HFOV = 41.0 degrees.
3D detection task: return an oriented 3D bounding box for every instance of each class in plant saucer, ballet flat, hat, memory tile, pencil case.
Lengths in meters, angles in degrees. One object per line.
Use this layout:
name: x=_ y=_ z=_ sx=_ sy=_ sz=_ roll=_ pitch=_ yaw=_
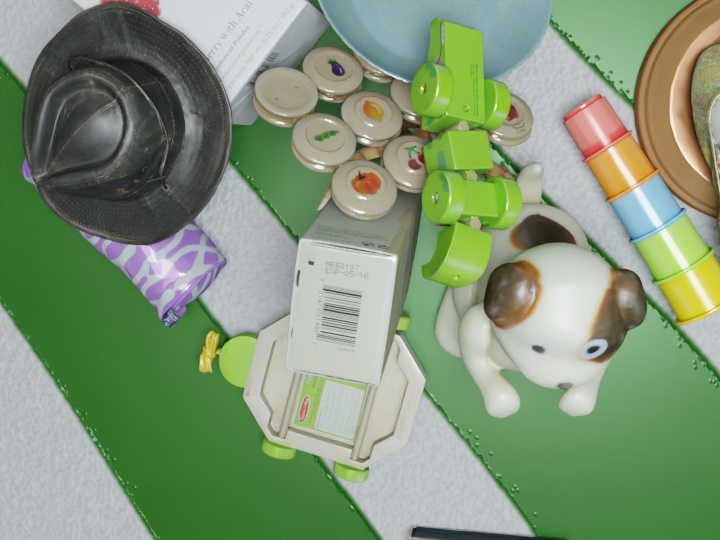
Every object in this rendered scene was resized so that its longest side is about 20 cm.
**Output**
plant saucer: x=0.328 y=-0.137 z=0.787 sx=0.199 sy=0.037 sz=0.201 roll=1 pitch=97 yaw=7
ballet flat: x=0.304 y=-0.079 z=0.746 sx=0.070 sy=0.071 sz=0.201 roll=-10 pitch=96 yaw=8
plant saucer: x=0.056 y=-0.231 z=0.783 sx=0.200 sy=0.039 sz=0.202 roll=3 pitch=72 yaw=-10
hat: x=-0.200 y=-0.100 z=0.735 sx=0.200 sy=0.081 sz=0.201 roll=7 pitch=111 yaw=19
memory tile: x=0.029 y=-0.130 z=0.761 sx=0.200 sy=0.017 sz=0.153 roll=-29 pitch=70 yaw=-28
pencil case: x=-0.207 y=-0.044 z=0.849 sx=0.200 sy=0.084 sz=0.085 roll=48 pitch=137 yaw=0

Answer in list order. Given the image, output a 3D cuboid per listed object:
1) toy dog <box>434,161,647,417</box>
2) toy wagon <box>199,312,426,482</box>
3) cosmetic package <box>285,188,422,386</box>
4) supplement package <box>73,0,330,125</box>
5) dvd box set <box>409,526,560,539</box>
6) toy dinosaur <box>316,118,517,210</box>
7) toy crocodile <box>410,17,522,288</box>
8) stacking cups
toy dog: x=0.148 y=0.022 z=0.741 sx=0.139 sy=0.200 sz=0.195 roll=13 pitch=100 yaw=-3
toy wagon: x=-0.044 y=0.095 z=0.863 sx=0.199 sy=0.040 sz=0.156 roll=16 pitch=99 yaw=6
cosmetic package: x=0.000 y=0.000 z=0.757 sx=0.073 sy=0.200 sz=0.104 roll=10 pitch=110 yaw=6
supplement package: x=-0.144 y=-0.229 z=0.793 sx=0.200 sy=0.120 sz=0.121 roll=40 pitch=101 yaw=1
dvd box set: x=0.112 y=0.338 z=0.877 sx=0.146 sy=0.029 sz=0.201 roll=2 pitch=98 yaw=7
toy dinosaur: x=0.047 y=-0.101 z=0.779 sx=0.199 sy=0.106 sz=0.061 roll=0 pitch=136 yaw=-29
toy crocodile: x=0.070 y=-0.088 z=0.706 sx=0.067 sy=0.062 sz=0.201 roll=2 pitch=78 yaw=-30
stacking cups: x=0.241 y=-0.055 z=0.802 sx=0.060 sy=0.061 sz=0.200 roll=-30 pitch=89 yaw=10
